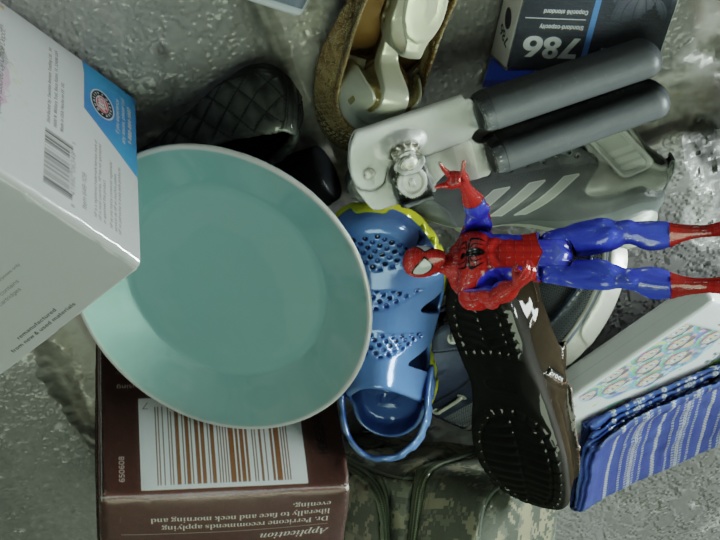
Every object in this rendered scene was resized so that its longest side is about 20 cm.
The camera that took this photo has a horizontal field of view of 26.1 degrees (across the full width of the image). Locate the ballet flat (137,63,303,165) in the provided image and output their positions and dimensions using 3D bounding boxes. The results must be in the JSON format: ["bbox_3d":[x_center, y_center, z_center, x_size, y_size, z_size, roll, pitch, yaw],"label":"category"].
[{"bbox_3d":[-0.110,-0.051,0.966,0.066,0.057,0.200,27,124,-31],"label":"ballet flat"}]

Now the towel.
[{"bbox_3d":[0.252,0.119,1.184,0.198,0.024,0.145,-22,150,-10],"label":"towel"}]

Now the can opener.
[{"bbox_3d":[0.083,-0.090,0.919,0.198,0.067,0.053,-18,115,1],"label":"can opener"}]

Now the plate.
[{"bbox_3d":[-0.085,0.009,0.959,0.198,0.026,0.202,8,121,13],"label":"plate"}]

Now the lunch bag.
[{"bbox_3d":[0.043,0.227,1.165,0.139,0.166,0.202,-9,106,-56],"label":"lunch bag"}]

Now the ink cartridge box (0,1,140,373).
[{"bbox_3d":[-0.244,-0.064,0.864,0.146,0.148,0.200,-35,130,24],"label":"ink cartridge box"}]

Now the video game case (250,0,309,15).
[{"bbox_3d":[-0.084,-0.235,0.812,0.198,0.023,0.182,14,131,-23],"label":"video game case"}]

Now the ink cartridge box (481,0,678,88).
[{"bbox_3d":[0.139,-0.174,0.907,0.098,0.039,0.201,-1,135,-11],"label":"ink cartridge box"}]

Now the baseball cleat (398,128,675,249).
[{"bbox_3d":[0.105,-0.071,0.995,0.198,0.070,0.107,6,119,-20],"label":"baseball cleat"}]

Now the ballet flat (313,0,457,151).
[{"bbox_3d":[0.017,-0.132,0.904,0.070,0.066,0.201,2,135,-14],"label":"ballet flat"}]

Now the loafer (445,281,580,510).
[{"bbox_3d":[0.115,0.074,1.030,0.073,0.071,0.201,13,132,35],"label":"loafer"}]

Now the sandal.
[{"bbox_3d":[0.017,0.046,0.987,0.079,0.087,0.201,-1,129,11],"label":"sandal"}]

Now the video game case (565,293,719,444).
[{"bbox_3d":[0.209,0.079,1.135,0.200,0.024,0.181,-38,154,25],"label":"video game case"}]

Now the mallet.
[{"bbox_3d":[0.000,0.000,1.027,0.066,0.041,0.200,-31,120,21],"label":"mallet"}]

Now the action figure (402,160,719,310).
[{"bbox_3d":[0.115,-0.017,0.887,0.198,0.066,0.099,-4,159,15],"label":"action figure"}]

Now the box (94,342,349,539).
[{"bbox_3d":[-0.104,0.151,1.093,0.164,0.165,0.201,-1,135,-10],"label":"box"}]

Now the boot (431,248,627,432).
[{"bbox_3d":[0.097,0.038,1.086,0.090,0.073,0.200,19,126,-25],"label":"boot"}]
